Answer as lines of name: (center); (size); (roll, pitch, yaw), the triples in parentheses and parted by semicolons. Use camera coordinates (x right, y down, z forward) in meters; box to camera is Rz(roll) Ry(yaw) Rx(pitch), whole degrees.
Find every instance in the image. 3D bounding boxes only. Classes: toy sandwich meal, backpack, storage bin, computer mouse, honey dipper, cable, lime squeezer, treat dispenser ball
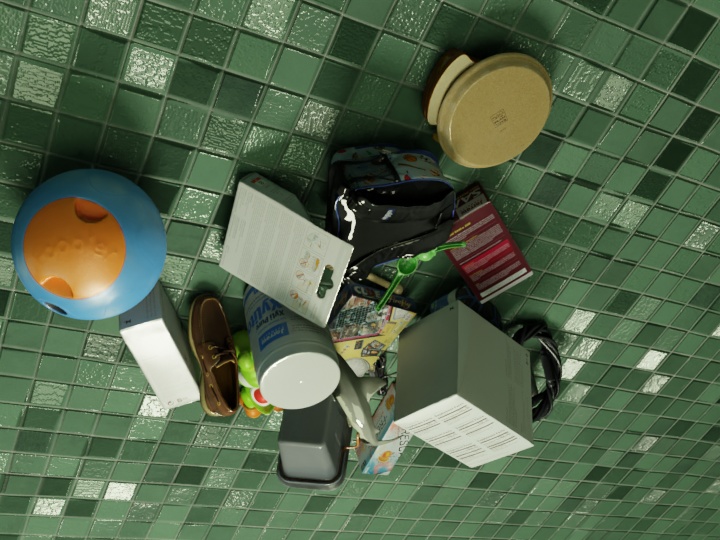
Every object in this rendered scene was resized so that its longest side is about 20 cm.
toy sandwich meal: (0.184, -0.241, 1.184); (0.203, 0.070, 0.206); (-12, 133, -14)
backpack: (0.042, -0.096, 1.202); (0.189, 0.155, 0.201); (-6, 142, -11)
storage bin: (-0.074, 0.261, 1.404); (0.144, 0.201, 0.135); (4, 145, 8)
computer mouse: (0.111, 0.168, 1.524); (0.198, 0.044, 0.110); (-17, 127, 4)
honey dipper: (0.000, 0.000, 1.350); (0.199, 0.038, 0.038); (24, 119, -36)
cable: (0.327, 0.197, 1.549); (0.163, 0.051, 0.201); (34, 75, -22)
lime squeezer: (0.091, -0.013, 1.314); (0.038, 0.071, 0.200); (43, 121, -15)
treat dispenser ball: (-0.363, -0.035, 1.089); (0.199, 0.202, 0.202); (-9, 132, -10)

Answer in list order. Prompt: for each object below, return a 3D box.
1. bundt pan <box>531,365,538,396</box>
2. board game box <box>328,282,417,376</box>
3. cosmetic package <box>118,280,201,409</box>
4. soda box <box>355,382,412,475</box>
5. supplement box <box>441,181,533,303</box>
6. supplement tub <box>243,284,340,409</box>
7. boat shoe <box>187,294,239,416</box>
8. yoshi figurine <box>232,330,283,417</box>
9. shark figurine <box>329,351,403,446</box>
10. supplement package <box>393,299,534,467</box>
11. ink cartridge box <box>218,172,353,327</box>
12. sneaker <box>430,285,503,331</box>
bundt pan: (0.270, 0.260, 1.630); (0.200, 0.076, 0.203); (-9, 132, -10)
board game box: (-0.010, 0.110, 1.423); (0.135, 0.035, 0.200); (16, 130, -29)
cosmetic package: (-0.321, 0.120, 1.304); (0.073, 0.102, 0.201); (-17, 134, -4)
soda box: (0.060, 0.319, 1.614); (0.063, 0.069, 0.201); (10, 125, -25)
supplement box: (0.201, -0.043, 1.358); (0.108, 0.061, 0.200); (-30, 132, 10)
supplement tub: (-0.113, 0.103, 1.287); (0.131, 0.201, 0.133); (-9, 131, -10)
boat shoe: (-0.228, 0.137, 1.307); (0.072, 0.067, 0.202); (-9, 92, -39)
yoshi figurine: (-0.185, 0.172, 1.415); (0.111, 0.113, 0.201); (21, 149, 16)
shark figurine: (0.010, 0.217, 1.325); (0.089, 0.128, 0.216); (-29, 104, 0)
supplement package: (0.179, 0.199, 1.391); (0.199, 0.192, 0.147); (35, 133, -29)
ink cartridge box: (-0.107, -0.031, 1.202); (0.199, 0.050, 0.163); (28, 125, 11)
sneaker: (0.201, 0.092, 1.479); (0.077, 0.076, 0.200); (-18, 138, 31)
